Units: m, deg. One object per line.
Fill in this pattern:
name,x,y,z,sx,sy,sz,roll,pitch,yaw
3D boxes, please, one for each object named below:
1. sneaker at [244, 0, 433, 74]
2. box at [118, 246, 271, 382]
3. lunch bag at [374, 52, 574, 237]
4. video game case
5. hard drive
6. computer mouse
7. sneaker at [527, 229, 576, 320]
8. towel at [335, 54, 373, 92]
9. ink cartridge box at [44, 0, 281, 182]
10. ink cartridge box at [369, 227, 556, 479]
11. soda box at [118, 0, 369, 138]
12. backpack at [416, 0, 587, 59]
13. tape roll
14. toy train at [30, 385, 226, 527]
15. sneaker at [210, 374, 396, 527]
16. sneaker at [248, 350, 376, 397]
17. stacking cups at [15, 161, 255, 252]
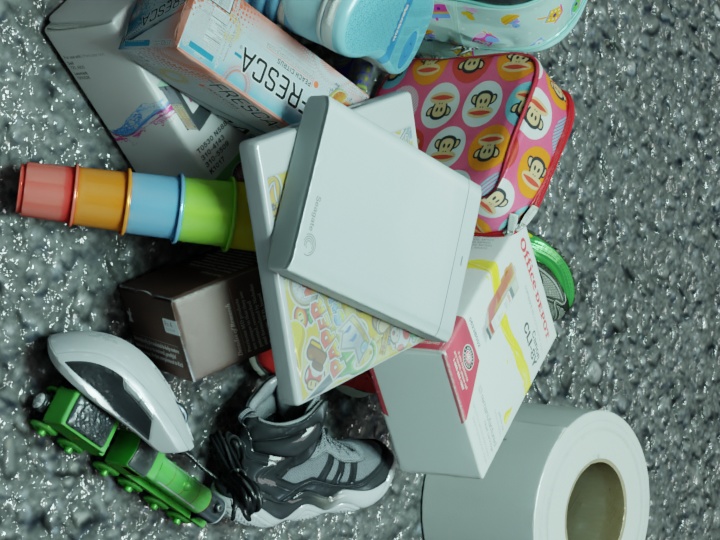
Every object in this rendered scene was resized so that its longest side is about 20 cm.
sneaker,-0.024,-0.214,1.241,0.080,0.130,0.200,-66,163,7
box,-0.079,0.016,1.280,0.199,0.100,0.075,-20,107,-29
lunch bag,0.078,-0.100,1.413,0.082,0.199,0.177,38,67,-40
video game case,-0.010,-0.021,1.226,0.182,0.023,0.201,-24,112,-46
hard drive,0.016,-0.035,1.219,0.200,0.027,0.133,25,74,-47
computer mouse,-0.152,0.105,1.219,0.200,0.110,0.044,42,98,-18
sneaker,0.136,-0.005,1.585,0.200,0.078,0.085,38,71,-32
towel,-0.015,-0.147,1.371,0.023,0.144,0.201,17,78,-7
ink cartridge box,-0.132,-0.155,1.261,0.145,0.084,0.200,-52,128,-32
ink cartridge box,0.092,0.062,1.416,0.200,0.083,0.146,-56,137,-44
soda box,-0.083,-0.147,1.201,0.200,0.068,0.064,33,71,-44
backpack,0.114,-0.277,1.446,0.176,0.199,0.153,-67,150,-24
tape roll,0.175,0.232,1.580,0.202,0.139,0.204,-4,95,-48
toy train,-0.175,0.147,1.247,0.200,0.056,0.042,42,61,-40
sneaker,-0.036,0.146,1.367,0.199,0.075,0.114,-7,117,-44
sneaker,-0.015,0.067,1.400,0.200,0.085,0.077,14,79,-48
stacking cups,-0.154,-0.052,1.192,0.199,0.060,0.061,8,85,-16
